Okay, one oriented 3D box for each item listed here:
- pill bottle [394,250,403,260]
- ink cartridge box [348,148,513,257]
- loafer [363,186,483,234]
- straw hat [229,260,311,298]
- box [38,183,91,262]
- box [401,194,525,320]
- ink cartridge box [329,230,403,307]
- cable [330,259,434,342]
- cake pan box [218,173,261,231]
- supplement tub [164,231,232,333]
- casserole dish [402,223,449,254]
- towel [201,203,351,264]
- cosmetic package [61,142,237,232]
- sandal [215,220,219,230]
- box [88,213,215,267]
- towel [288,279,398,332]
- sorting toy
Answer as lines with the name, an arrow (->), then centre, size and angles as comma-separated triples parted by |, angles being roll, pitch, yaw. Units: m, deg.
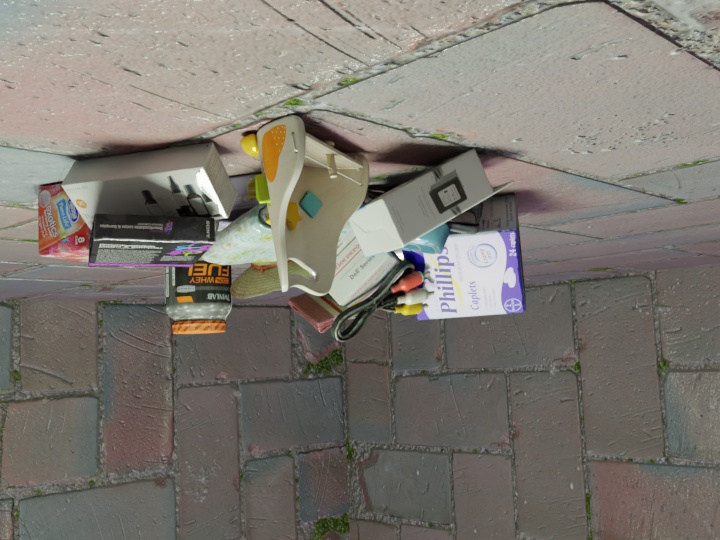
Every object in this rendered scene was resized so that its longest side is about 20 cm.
pill bottle -> 0.089, -0.050, 1.529 | 0.195, 0.107, 0.104 | -3, 174, 11
ink cartridge box -> 0.092, -0.096, 1.075 | 0.198, 0.068, 0.115 | -30, -174, -25
loafer -> 0.098, -0.108, 1.269 | 0.196, 0.064, 0.072 | 11, -162, -12
straw hat -> -0.144, -0.039, 1.361 | 0.197, 0.086, 0.202 | -19, -159, 8
box -> -0.374, -0.065, 1.209 | 0.094, 0.102, 0.199 | -5, 173, 23
box -> 0.180, -0.019, 1.405 | 0.195, 0.186, 0.106 | -5, -142, 13
ink cartridge box -> 0.000, 0.000, 1.334 | 0.117, 0.067, 0.200 | -45, 164, 6
cable -> 0.040, 0.050, 1.322 | 0.198, 0.099, 0.050 | -25, -143, -35
cake pan box -> -0.170, -0.097, 1.236 | 0.180, 0.054, 0.199 | -3, 174, 22
supplement tub -> -0.292, 0.010, 1.461 | 0.120, 0.205, 0.123 | -3, 174, 0
casserole dish -> 0.074, -0.055, 1.230 | 0.118, 0.040, 0.200 | 9, 176, 9
towel -> -0.112, -0.053, 1.182 | 0.197, 0.049, 0.170 | -5, 164, -41
cosmetic package -> -0.259, -0.099, 0.998 | 0.196, 0.051, 0.083 | -5, 133, 18
sandal -> -0.239, -0.080, 1.084 | 0.077, 0.060, 0.207 | 4, 156, 0
box -> -0.269, -0.034, 1.029 | 0.140, 0.037, 0.199 | 1, 173, -21
towel -> -0.020, 0.051, 1.499 | 0.197, 0.023, 0.144 | -19, -155, -22
sorting toy -> -0.069, -0.064, 0.962 | 0.105, 0.185, 0.199 | -5, 173, 22
